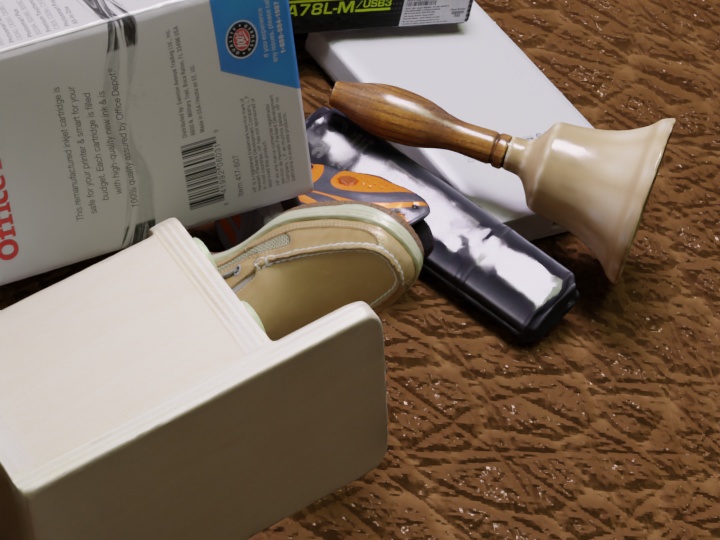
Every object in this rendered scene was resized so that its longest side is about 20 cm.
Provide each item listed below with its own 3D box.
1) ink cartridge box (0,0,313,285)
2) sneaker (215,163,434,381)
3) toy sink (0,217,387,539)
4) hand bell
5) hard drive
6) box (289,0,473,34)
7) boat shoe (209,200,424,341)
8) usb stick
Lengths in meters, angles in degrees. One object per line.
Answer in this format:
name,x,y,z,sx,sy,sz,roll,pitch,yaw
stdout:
ink cartridge box,-0.137,-0.093,1.623,0.199,0.147,0.084,-16,37,-13
sneaker,0.000,0.000,1.677,0.112,0.078,0.200,-3,44,-25
toy sink,-0.100,0.065,1.468,0.199,0.131,0.112,-27,56,-18
hand bell,0.077,-0.075,1.761,0.199,0.104,0.104,21,38,6
hard drive,0.072,-0.097,1.864,0.131,0.026,0.200,-14,50,-36
box,-0.053,-0.216,1.914,0.199,0.048,0.193,-6,37,-28
boat shoe,-0.055,0.022,1.566,0.072,0.199,0.076,55,41,-18
usb stick,0.041,-0.028,1.761,0.200,0.033,0.055,36,66,19
